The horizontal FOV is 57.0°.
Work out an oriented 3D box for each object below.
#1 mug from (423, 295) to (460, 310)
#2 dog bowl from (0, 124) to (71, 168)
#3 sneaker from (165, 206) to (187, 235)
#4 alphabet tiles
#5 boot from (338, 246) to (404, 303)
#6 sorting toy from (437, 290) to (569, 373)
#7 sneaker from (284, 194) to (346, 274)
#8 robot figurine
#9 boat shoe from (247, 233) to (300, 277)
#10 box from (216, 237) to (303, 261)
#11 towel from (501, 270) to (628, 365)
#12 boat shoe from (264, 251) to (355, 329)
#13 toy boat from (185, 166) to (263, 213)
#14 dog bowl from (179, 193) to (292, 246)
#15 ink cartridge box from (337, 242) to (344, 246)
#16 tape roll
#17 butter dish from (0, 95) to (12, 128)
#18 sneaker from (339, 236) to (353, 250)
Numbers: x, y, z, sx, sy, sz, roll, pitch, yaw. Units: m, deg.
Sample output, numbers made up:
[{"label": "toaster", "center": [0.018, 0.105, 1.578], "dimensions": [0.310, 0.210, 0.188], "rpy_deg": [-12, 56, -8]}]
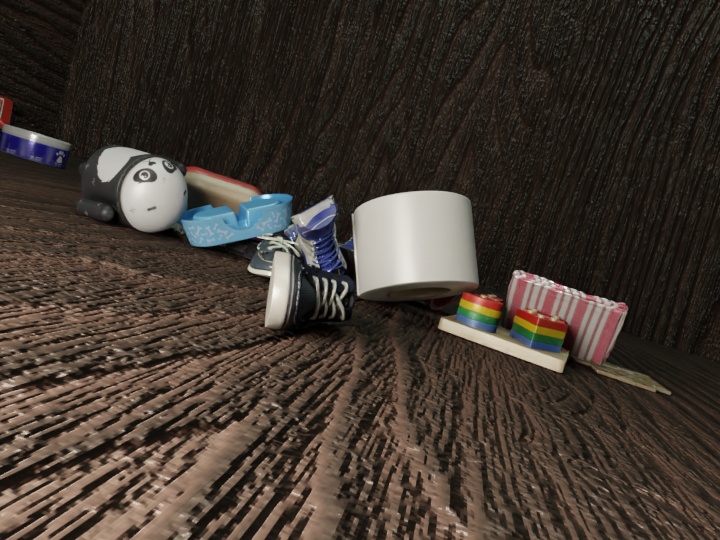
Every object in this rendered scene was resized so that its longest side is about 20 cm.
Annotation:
[{"label": "mug", "center": [0.126, -0.018, 1.350], "dimensions": [0.201, 0.132, 0.179], "rpy_deg": [49, -12, 30]}, {"label": "dog bowl", "center": [-1.011, -0.385, 2.062], "dimensions": [0.196, 0.081, 0.200], "rpy_deg": [17, 5, -1]}, {"label": "sneaker", "center": [-0.346, -0.119, 1.227], "dimensions": [0.077, 0.092, 0.199], "rpy_deg": [15, 2, -23]}, {"label": "alphabet tiles", "center": [0.459, 0.182, 1.196], "dimensions": [0.164, 0.008, 0.200], "rpy_deg": [18, 4, 10]}, {"label": "boot", "center": [0.000, 0.000, 1.270], "dimensions": [0.184, 0.065, 0.200], "rpy_deg": [30, 5, -9]}, {"label": "sorting toy", "center": [0.247, 0.090, 1.084], "dimensions": [0.196, 0.071, 0.198], "rpy_deg": [19, 5, 19]}, {"label": "sneaker", "center": [-0.059, -0.042, 1.063], "dimensions": [0.080, 0.117, 0.199], "rpy_deg": [-29, -1, -14]}, {"label": "robot figurine", "center": [-0.376, -0.138, 1.090], "dimensions": [0.197, 0.153, 0.124], "rpy_deg": [19, -8, 31]}, {"label": "boat shoe", "center": [-0.132, -0.023, 1.045], "dimensions": [0.073, 0.063, 0.200], "rpy_deg": [18, 4, -6]}, {"label": "box", "center": [-0.189, -0.043, 1.265], "dimensions": [0.140, 0.037, 0.200], "rpy_deg": [19, 3, 18]}, {"label": "towel", "center": [0.349, 0.081, 1.158], "dimensions": [0.196, 0.148, 0.030], "rpy_deg": [20, 49, 18]}, {"label": "boat shoe", "center": [-0.047, 0.023, 0.683], "dimensions": [0.091, 0.077, 0.200], "rpy_deg": [9, 4, -5]}, {"label": "toy boat", "center": [-0.295, -0.151, 1.373], "dimensions": [0.196, 0.132, 0.132], "rpy_deg": [17, 33, -18]}, {"label": "dog bowl", "center": [-0.209, -0.087, 1.140], "dimensions": [0.196, 0.051, 0.111], "rpy_deg": [-13, 19, -19]}, {"label": "ink cartridge box", "center": [-0.069, -0.068, 2.105], "dimensions": [0.093, 0.038, 0.199], "rpy_deg": [18, 6, 19]}, {"label": "tape roll", "center": [0.090, -0.032, 1.083], "dimensions": [0.198, 0.143, 0.203], "rpy_deg": [-5, -10, -1]}, {"label": "butter dish", "center": [-1.606, -0.657, 2.819], "dimensions": [0.197, 0.148, 0.202], "rpy_deg": [16, 44, -34]}, {"label": "sneaker", "center": [-0.005, -0.068, 1.690], "dimensions": [0.079, 0.118, 0.199], "rpy_deg": [15, 2, 20]}]
